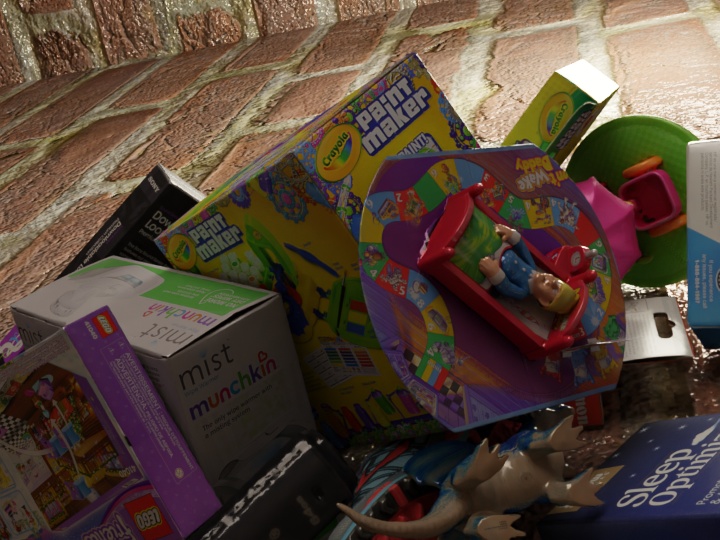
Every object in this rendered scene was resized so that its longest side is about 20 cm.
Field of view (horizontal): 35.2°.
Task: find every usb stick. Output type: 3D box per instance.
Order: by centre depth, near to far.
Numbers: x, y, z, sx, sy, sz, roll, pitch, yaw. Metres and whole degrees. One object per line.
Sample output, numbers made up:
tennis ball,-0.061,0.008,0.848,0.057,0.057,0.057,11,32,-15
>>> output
usb stick,-0.083,0.172,0.629,0.200,0.056,0.033,-44,20,-16

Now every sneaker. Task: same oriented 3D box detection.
sneaker,0.032,0.150,0.707,0.095,0.080,0.200,-19,9,42

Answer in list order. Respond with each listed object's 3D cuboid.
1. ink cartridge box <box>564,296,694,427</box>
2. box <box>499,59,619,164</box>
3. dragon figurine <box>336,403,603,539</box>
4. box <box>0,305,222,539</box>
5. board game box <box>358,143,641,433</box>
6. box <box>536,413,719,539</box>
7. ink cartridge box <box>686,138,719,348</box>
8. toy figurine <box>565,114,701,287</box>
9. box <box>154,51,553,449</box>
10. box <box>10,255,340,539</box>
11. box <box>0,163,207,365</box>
ink cartridge box,0.141,0.072,0.843,0.198,0.051,0.109,-8,21,12
box,0.153,-0.109,0.934,0.048,0.118,0.200,37,20,5
dragon figurine,0.064,0.122,0.631,0.199,0.059,0.099,-18,-5,-31
box,-0.189,0.119,0.701,0.199,0.137,0.039,-26,4,39
board game box,0.091,-0.001,0.646,0.199,0.159,0.039,-8,-11,-37
box,0.183,0.119,0.632,0.121,0.033,0.200,-31,5,-38
ink cartridge box,0.342,-0.022,0.815,0.199,0.146,0.085,-3,-18,25
toy figurine,0.173,-0.029,0.924,0.199,0.151,0.184,-25,-2,39
box,0.000,0.000,0.738,0.122,0.193,0.200,-43,12,-33
box,-0.128,0.097,0.762,0.096,0.178,0.199,-29,26,-36
box,-0.169,0.028,0.891,0.200,0.143,0.036,-45,46,9
